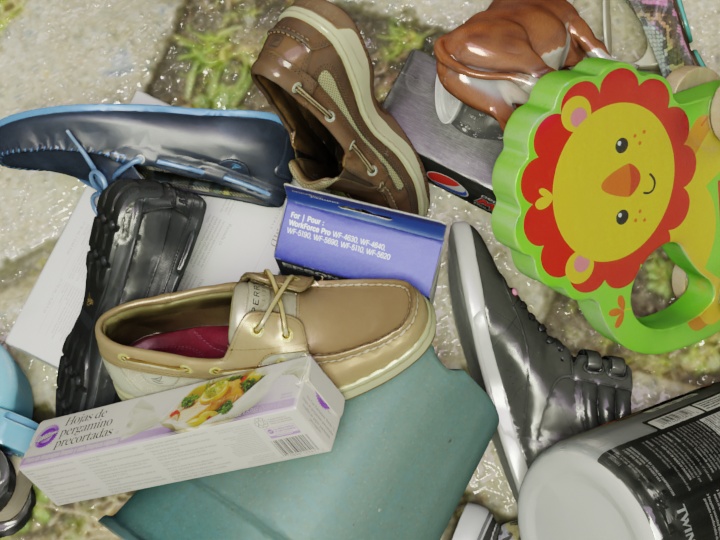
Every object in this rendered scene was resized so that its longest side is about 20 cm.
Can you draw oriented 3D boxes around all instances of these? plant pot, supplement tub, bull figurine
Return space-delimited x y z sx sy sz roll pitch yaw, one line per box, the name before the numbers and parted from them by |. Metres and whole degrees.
plant pot | -0.024 0.133 0.759 0.200 0.200 0.196 33 75 7
supplement tub | 0.205 0.139 0.743 0.200 0.122 0.123 -12 78 -35
bull figurine | 0.121 -0.149 0.817 0.121 0.065 0.200 37 42 9

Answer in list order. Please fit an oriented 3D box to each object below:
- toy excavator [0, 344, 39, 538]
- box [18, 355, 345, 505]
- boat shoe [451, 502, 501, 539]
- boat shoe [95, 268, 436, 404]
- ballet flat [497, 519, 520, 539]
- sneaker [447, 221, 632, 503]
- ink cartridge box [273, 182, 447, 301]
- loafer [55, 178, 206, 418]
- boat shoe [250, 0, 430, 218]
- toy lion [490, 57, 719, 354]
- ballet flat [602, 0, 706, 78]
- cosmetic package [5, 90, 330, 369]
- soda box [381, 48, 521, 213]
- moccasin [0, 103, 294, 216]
toy excavator | -0.288 0.060 0.833 0.194 0.100 0.201 16 68 3
box | -0.104 0.093 0.686 0.200 0.041 0.039 -16 36 28
boat shoe | 0.073 0.255 0.785 0.066 0.070 0.201 12 83 11
boat shoe | -0.058 0.037 0.691 0.199 0.066 0.074 -13 45 12
ballet flat | 0.178 0.210 0.793 0.200 0.072 0.072 17 81 5
sneaker | 0.124 0.054 0.825 0.099 0.071 0.201 -17 86 -3
ink cartridge box | 0.000 0.000 0.769 0.099 0.200 0.039 14 77 5
loafer | -0.147 0.040 0.776 0.070 0.068 0.201 9 106 -31
boat shoe | -0.018 -0.081 0.792 0.075 0.202 0.075 20 62 39
toy lion | 0.171 -0.037 0.758 0.191 0.069 0.201 -20 114 -22
ballet flat | 0.214 -0.149 0.862 0.071 0.069 0.201 -22 76 16
cosmetic package | -0.131 -0.004 0.850 0.150 0.052 0.200 25 82 9
soda box | 0.108 -0.075 0.848 0.200 0.063 0.071 28 82 6
moccasin | -0.143 -0.071 0.798 0.199 0.080 0.068 0 84 3
